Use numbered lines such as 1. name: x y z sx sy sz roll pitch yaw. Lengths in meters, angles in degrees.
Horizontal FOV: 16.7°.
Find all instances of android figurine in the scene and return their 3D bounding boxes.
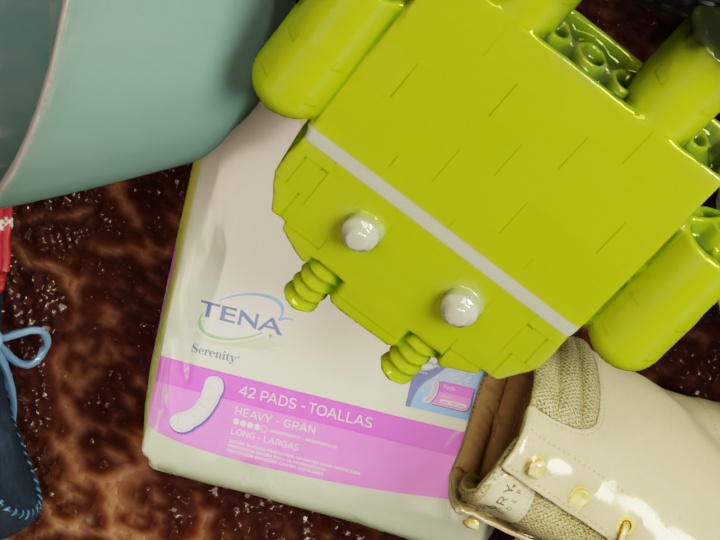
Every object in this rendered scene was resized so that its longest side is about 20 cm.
1. android figurine: 0.046 -0.036 0.864 0.182 0.041 0.200 38 127 -7

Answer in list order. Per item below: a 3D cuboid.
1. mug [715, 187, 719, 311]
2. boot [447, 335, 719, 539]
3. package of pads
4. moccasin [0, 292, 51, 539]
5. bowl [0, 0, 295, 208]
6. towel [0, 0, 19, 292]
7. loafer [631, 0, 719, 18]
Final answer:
1. mug: 0.188 -0.040 0.933 0.199 0.147 0.176 22 102 40
2. boot: 0.104 0.120 0.915 0.155 0.201 0.073 25 142 -21
3. package of pads: 0.000 0.000 1.001 0.154 0.068 0.201 14 97 8
4. moccasin: -0.183 0.017 1.031 0.068 0.080 0.201 -29 90 14
5. bowl: -0.091 -0.116 0.929 0.104 0.201 0.202 6 98 -24
6. towel: -0.209 -0.082 1.020 0.144 0.022 0.201 -3 72 9
7. loafer: 0.116 -0.132 0.904 0.068 0.201 0.071 14 100 -17
